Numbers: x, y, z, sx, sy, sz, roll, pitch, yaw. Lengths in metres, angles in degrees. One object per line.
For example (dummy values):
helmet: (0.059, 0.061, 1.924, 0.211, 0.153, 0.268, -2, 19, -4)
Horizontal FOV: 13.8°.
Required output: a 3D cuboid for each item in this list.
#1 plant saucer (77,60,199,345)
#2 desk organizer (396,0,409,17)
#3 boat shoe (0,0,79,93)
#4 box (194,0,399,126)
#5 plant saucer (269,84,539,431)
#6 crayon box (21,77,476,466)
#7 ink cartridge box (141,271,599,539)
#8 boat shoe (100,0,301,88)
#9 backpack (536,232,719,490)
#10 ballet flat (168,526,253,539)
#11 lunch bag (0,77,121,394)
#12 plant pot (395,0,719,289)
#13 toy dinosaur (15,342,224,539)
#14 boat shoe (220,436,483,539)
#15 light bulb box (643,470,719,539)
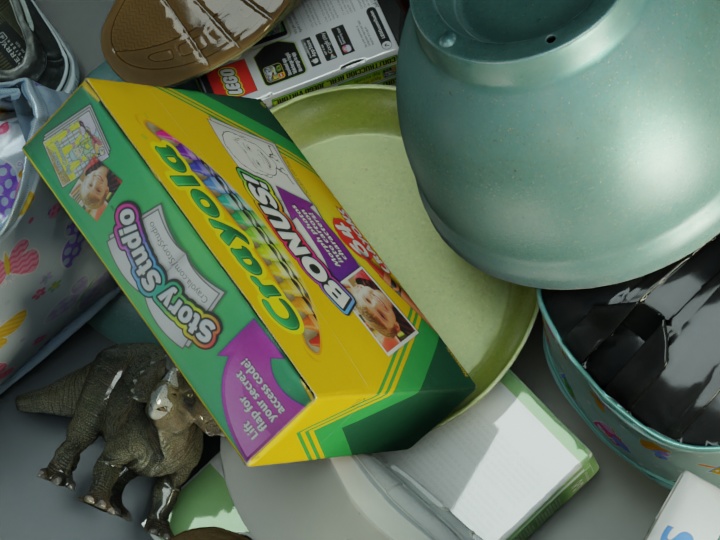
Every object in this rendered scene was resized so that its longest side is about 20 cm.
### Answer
plant saucer: (-0.087, -0.049, 1.643, 0.200, 0.036, 0.200, -2, 73, 6)
desk organizer: (0.052, -0.170, 1.641, 0.072, 0.077, 0.200, -28, 73, -2)
boat shoe: (-0.230, -0.170, 1.672, 0.072, 0.071, 0.200, -44, 68, -6)
box: (-0.061, -0.172, 1.651, 0.110, 0.035, 0.200, -20, 61, -5)
plant saucer: (0.000, 0.000, 1.575, 0.200, 0.031, 0.200, -2, 73, 7)
crayon box: (-0.053, 0.000, 1.473, 0.058, 0.173, 0.200, -43, 71, 19)
ink cartridge box: (0.006, 0.119, 1.578, 0.200, 0.048, 0.146, -43, 74, -3)
boat shoe: (-0.052, -0.168, 1.591, 0.200, 0.063, 0.073, -38, 86, 3)
backpack: (0.191, 0.016, 1.531, 0.200, 0.153, 0.176, -38, 73, -17)
ballet flat: (-0.014, 0.185, 1.500, 0.200, 0.072, 0.068, 28, 87, 7)
lunch bag: (-0.204, -0.025, 1.556, 0.200, 0.170, 0.127, -38, 72, 17)
plant pot: (0.100, -0.109, 1.471, 0.200, 0.134, 0.200, -13, 52, 17)
toy dinosaur: (-0.117, 0.078, 1.558, 0.077, 0.200, 0.102, 28, 86, -23)
boat shoe: (0.012, 0.130, 1.494, 0.200, 0.069, 0.072, 33, 110, 34)
light bulb box: (0.212, 0.216, 1.448, 0.200, 0.198, 0.125, 29, 77, 12)
